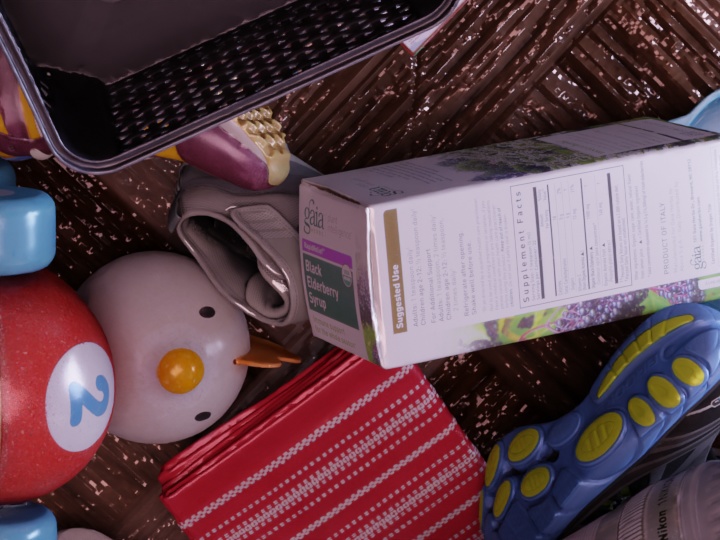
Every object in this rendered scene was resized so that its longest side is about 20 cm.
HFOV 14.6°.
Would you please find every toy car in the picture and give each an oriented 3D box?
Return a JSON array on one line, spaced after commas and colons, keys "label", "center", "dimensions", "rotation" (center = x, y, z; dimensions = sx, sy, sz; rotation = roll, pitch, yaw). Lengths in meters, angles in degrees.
[{"label": "toy car", "center": [-0.119, 0.043, 1.356], "dimensions": [0.199, 0.177, 0.186], "rotation": [-3, 102, -18]}]

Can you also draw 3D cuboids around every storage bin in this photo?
[{"label": "storage bin", "center": [-0.070, -0.149, 1.239], "dimensions": [0.199, 0.094, 0.136], "rotation": [-25, 118, -1]}]

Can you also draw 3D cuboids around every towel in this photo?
[{"label": "towel", "center": [0.003, 0.134, 1.433], "dimensions": [0.144, 0.023, 0.200], "rotation": [-35, 120, 0]}]

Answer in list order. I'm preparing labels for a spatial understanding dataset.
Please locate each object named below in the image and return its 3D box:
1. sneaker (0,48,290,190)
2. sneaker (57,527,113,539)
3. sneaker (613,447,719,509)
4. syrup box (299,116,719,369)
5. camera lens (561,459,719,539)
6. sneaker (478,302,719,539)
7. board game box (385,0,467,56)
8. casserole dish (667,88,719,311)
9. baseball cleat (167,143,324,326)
[{"label": "sneaker", "center": [-0.128, -0.080, 1.356], "dimensions": [0.199, 0.075, 0.090], "rotation": [34, 101, 11]}, {"label": "sneaker", "center": [-0.096, 0.219, 1.435], "dimensions": [0.200, 0.075, 0.089], "rotation": [41, 130, 2]}, {"label": "sneaker", "center": [0.220, 0.126, 1.433], "dimensions": [0.199, 0.109, 0.071], "rotation": [-2, 103, -6]}, {"label": "syrup box", "center": [0.076, -0.016, 1.333], "dimensions": [0.199, 0.079, 0.082], "rotation": [-12, 105, -24]}, {"label": "camera lens", "center": [0.139, 0.193, 1.318], "dimensions": [0.200, 0.160, 0.160], "rotation": [-33, 105, 25]}, {"label": "sneaker", "center": [0.129, 0.092, 1.369], "dimensions": [0.082, 0.071, 0.200], "rotation": [18, 134, -34]}, {"label": "board game box", "center": [0.057, -0.207, 1.306], "dimensions": [0.103, 0.019, 0.200], "rotation": [43, 99, -15]}, {"label": "casserole dish", "center": [0.223, -0.015, 1.439], "dimensions": [0.199, 0.039, 0.122], "rotation": [29, 97, -12]}, {"label": "baseball cleat", "center": [0.000, 0.000, 1.383], "dimensions": [0.199, 0.107, 0.070], "rotation": [17, 131, -4]}]
